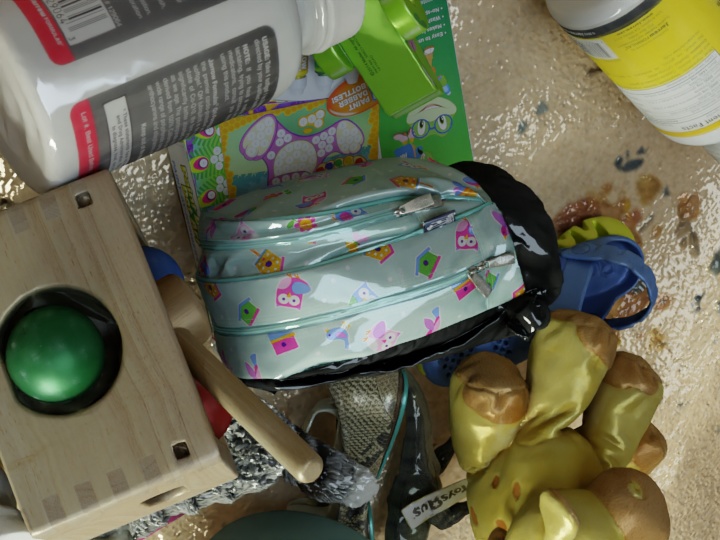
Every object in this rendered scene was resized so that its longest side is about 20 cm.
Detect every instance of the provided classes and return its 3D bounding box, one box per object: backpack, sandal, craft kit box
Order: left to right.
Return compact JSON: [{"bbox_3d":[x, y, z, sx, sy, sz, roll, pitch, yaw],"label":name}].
[{"bbox_3d":[-0.021,-0.063,1.034,0.199,0.048,0.198,-22,119,-22],"label":"craft kit box"},{"bbox_3d":[0.000,0.000,0.964,0.199,0.167,0.127,-16,94,-21],"label":"backpack"},{"bbox_3d":[0.129,0.025,1.122,0.199,0.087,0.080,-27,120,-17],"label":"sandal"}]

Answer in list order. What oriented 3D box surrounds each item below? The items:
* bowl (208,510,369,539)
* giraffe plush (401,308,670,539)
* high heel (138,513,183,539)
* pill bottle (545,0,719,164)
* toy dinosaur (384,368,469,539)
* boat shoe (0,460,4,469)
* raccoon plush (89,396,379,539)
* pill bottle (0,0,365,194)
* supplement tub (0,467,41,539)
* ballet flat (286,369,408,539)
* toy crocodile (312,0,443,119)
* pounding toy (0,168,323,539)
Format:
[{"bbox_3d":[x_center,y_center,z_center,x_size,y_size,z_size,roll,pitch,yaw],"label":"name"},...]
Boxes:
[{"bbox_3d":[-0.046,0.236,1.053,0.200,0.105,0.202,7,125,9],"label":"bowl"},{"bbox_3d":[0.131,0.149,1.043,0.200,0.162,0.173,-43,119,7],"label":"giraffe plush"},{"bbox_3d":[-0.175,0.197,1.019,0.096,0.067,0.201,32,76,-24],"label":"high heel"},{"bbox_3d":[0.224,-0.157,1.099,0.200,0.112,0.112,39,85,-33],"label":"pill bottle"},{"bbox_3d":[0.053,0.154,1.145,0.088,0.047,0.201,-3,102,-24],"label":"toy dinosaur"},{"bbox_3d":[-0.207,0.074,0.969,0.200,0.063,0.073,-41,96,-15],"label":"boat shoe"},{"bbox_3d":[-0.090,0.141,0.975,0.199,0.097,0.134,31,79,-14],"label":"raccoon plush"},{"bbox_3d":[-0.100,-0.126,0.844,0.199,0.111,0.111,-26,118,-24],"label":"pill bottle"},{"bbox_3d":[-0.272,0.124,0.837,0.145,0.200,0.145,-41,154,-25],"label":"supplement tub"},{"bbox_3d":[-0.016,0.145,1.091,0.075,0.068,0.201,2,118,-10],"label":"ballet flat"},{"bbox_3d":[-0.018,-0.176,0.951,0.067,0.062,0.200,-31,112,22],"label":"toy crocodile"},{"bbox_3d":[-0.118,0.053,0.830,0.142,0.200,0.185,-22,81,-6],"label":"pounding toy"}]
